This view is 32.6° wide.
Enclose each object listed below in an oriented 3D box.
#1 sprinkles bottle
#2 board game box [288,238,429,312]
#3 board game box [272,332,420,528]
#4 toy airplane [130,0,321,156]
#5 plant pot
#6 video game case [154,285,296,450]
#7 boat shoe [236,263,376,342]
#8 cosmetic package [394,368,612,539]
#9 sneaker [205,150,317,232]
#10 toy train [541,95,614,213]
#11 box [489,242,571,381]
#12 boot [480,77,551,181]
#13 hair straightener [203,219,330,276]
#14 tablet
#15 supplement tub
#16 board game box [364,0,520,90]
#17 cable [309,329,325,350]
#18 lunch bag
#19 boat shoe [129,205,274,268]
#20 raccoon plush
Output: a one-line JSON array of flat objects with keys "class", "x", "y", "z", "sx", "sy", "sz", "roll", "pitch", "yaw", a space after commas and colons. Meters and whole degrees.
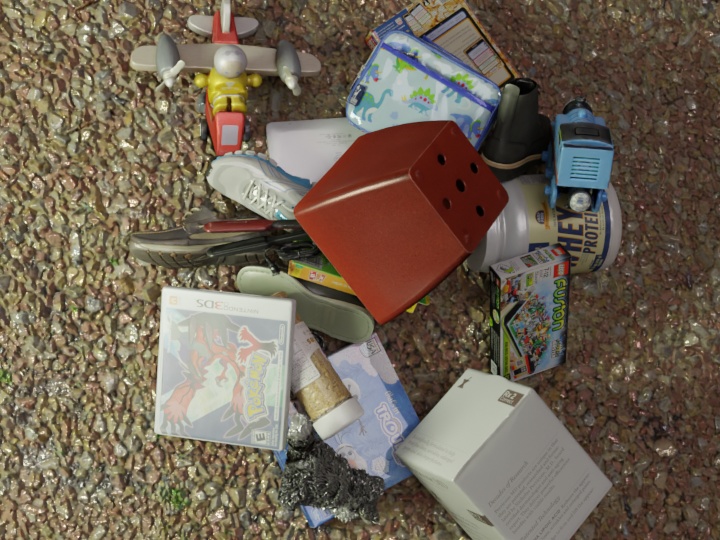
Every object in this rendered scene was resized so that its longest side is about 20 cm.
[{"class": "sprinkles bottle", "x": -0.076, "y": 0.126, "z": 1.640, "sx": 0.068, "sy": 0.068, "sz": 0.200, "roll": -32, "pitch": 84, "yaw": -15}, {"class": "board game box", "x": 0.000, "y": 0.000, "z": 1.714, "sx": 0.200, "sy": 0.030, "sz": 0.096, "roll": 16, "pitch": 34, "yaw": -8}, {"class": "board game box", "x": -0.024, "y": 0.218, "z": 1.694, "sx": 0.199, "sy": 0.043, "sz": 0.200, "roll": -26, "pitch": 88, "yaw": -16}, {"class": "toy airplane", "x": -0.181, "y": -0.283, "z": 1.685, "sx": 0.199, "sy": 0.141, "sz": 0.200, "roll": 45, "pitch": 75, "yaw": -2}, {"class": "plant pot", "x": 0.072, "y": -0.081, "z": 1.608, "sx": 0.200, "sy": 0.176, "sz": 0.200, "roll": 52, "pitch": 47, "yaw": -15}, {"class": "video game case", "x": -0.179, "y": 0.128, "z": 1.619, "sx": 0.182, "sy": 0.023, "sz": 0.200, "roll": 6, "pitch": 97, "yaw": 13}, {"class": "boat shoe", "x": -0.072, "y": 0.039, "z": 1.703, "sx": 0.201, "sy": 0.061, "sz": 0.072, "roll": 23, "pitch": 118, "yaw": 3}, {"class": "cosmetic package", "x": 0.190, "y": 0.265, "z": 1.647, "sx": 0.165, "sy": 0.165, "sz": 0.200, "roll": -47, "pitch": 112, "yaw": -15}, {"class": "sneaker", "x": -0.115, "y": -0.097, "z": 1.676, "sx": 0.200, "sy": 0.087, "sz": 0.075, "roll": 19, "pitch": 122, "yaw": -18}, {"class": "toy train", "x": 0.294, "y": -0.158, "z": 1.657, "sx": 0.087, "sy": 0.200, "sz": 0.114, "roll": 7, "pitch": 122, "yaw": 2}, {"class": "box", "x": 0.235, "y": 0.063, "z": 1.715, "sx": 0.110, "sy": 0.200, "sz": 0.035, "roll": -18, "pitch": 41, "yaw": -15}, {"class": "boot", "x": 0.239, "y": -0.220, "z": 1.734, "sx": 0.077, "sy": 0.139, "sz": 0.200, "roll": 21, "pitch": 32, "yaw": 16}, {"class": "hair straightener", "x": -0.107, "y": -0.033, "z": 1.643, "sx": 0.200, "sy": 0.041, "sz": 0.077, "roll": -6, "pitch": 109, "yaw": -12}, {"class": "tablet", "x": -0.031, "y": -0.155, "z": 1.766, "sx": 0.200, "sy": 0.014, "sz": 0.130, "roll": -6, "pitch": 83, "yaw": -13}, {"class": "supplement tub", "x": 0.253, "y": -0.064, "z": 1.749, "sx": 0.200, "sy": 0.145, "sz": 0.145, "roll": -4, "pitch": 82, "yaw": -14}, {"class": "board game box", "x": 0.126, "y": -0.304, "z": 1.807, "sx": 0.151, "sy": 0.046, "sz": 0.200, "roll": -36, "pitch": 91, "yaw": -15}, {"class": "cable", "x": -0.147, "y": 0.112, "z": 1.678, "sx": 0.200, "sy": 0.050, "sz": 0.097, "roll": 9, "pitch": 82, "yaw": -10}, {"class": "lunch bag", "x": 0.089, "y": -0.236, "z": 1.730, "sx": 0.200, "sy": 0.082, "sz": 0.161, "roll": 32, "pitch": 96, "yaw": 1}, {"class": "boat shoe", "x": -0.217, "y": -0.046, "z": 1.683, "sx": 0.200, "sy": 0.074, "sz": 0.073, "roll": 1, "pitch": 72, "yaw": -22}, {"class": "raccoon plush", "x": -0.032, "y": 0.264, "z": 1.572, "sx": 0.134, "sy": 0.200, "sz": 0.097, "roll": 13, "pitch": 66, "yaw": 4}]
